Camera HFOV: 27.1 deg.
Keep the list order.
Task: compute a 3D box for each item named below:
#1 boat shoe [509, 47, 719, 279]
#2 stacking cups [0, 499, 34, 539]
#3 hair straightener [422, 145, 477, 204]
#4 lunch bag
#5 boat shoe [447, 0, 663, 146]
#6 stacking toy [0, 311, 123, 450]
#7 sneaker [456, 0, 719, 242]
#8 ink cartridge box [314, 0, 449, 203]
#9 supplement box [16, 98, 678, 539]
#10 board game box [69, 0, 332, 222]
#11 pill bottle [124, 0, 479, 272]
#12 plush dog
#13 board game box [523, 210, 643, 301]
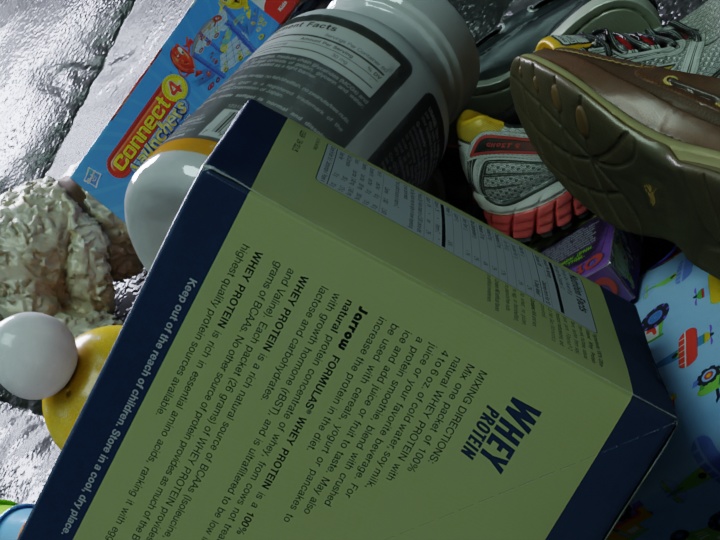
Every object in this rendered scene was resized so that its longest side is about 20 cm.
[{"bbox_3d":[0.148,-0.057,0.697,0.067,0.072,0.200,-30,40,-20],"label":"boat shoe"},{"bbox_3d":[-0.218,0.180,0.989,0.199,0.060,0.061,-12,53,53],"label":"stacking cups"},{"bbox_3d":[-0.024,-0.062,0.904,0.199,0.041,0.077,16,29,38],"label":"hair straightener"},{"bbox_3d":[0.167,0.040,0.699,0.150,0.094,0.201,-36,30,26],"label":"lunch bag"},{"bbox_3d":[0.094,-0.117,0.901,0.199,0.074,0.066,-37,27,34],"label":"boat shoe"},{"bbox_3d":[-0.140,0.078,0.894,0.145,0.200,0.147,-28,43,30],"label":"stacking toy"},{"bbox_3d":[0.140,-0.100,0.798,0.199,0.082,0.078,-35,18,-6],"label":"sneaker"},{"bbox_3d":[-0.022,-0.053,1.000,0.176,0.045,0.200,40,94,28],"label":"ink cartridge box"},{"bbox_3d":[-0.009,0.071,0.622,0.201,0.199,0.134,-61,5,17],"label":"supplement box"},{"bbox_3d":[-0.097,-0.142,1.037,0.196,0.056,0.200,-51,3,18],"label":"board game box"},{"bbox_3d":[-0.023,-0.065,0.786,0.116,0.117,0.200,-6,34,44],"label":"pill bottle"},{"bbox_3d":[-0.214,-0.032,1.129,0.171,0.161,0.200,-35,34,-21],"label":"plush dog"},{"bbox_3d":[0.066,0.023,0.820,0.199,0.032,0.120,-31,13,28],"label":"board game box"}]
